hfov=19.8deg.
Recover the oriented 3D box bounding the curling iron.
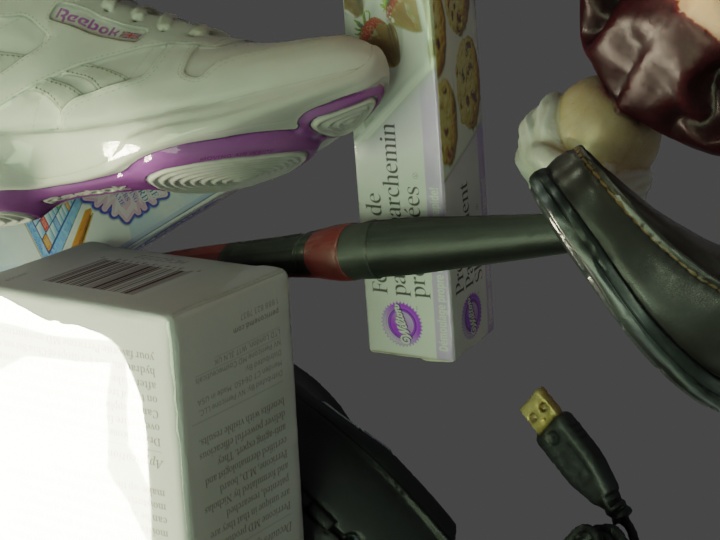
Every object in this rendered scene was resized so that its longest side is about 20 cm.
[{"bbox_3d":[0.000,0.000,0.771,0.198,0.026,0.050,-13,122,27],"label":"curling iron"}]

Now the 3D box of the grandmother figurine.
[{"bbox_3d":[0.119,-0.088,0.698,0.200,0.060,0.122,-52,59,37],"label":"grandmother figurine"}]

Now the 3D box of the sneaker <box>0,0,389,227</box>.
[{"bbox_3d":[-0.089,-0.075,0.754,0.198,0.075,0.101,-8,80,13],"label":"sneaker"}]

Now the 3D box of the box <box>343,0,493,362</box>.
[{"bbox_3d":[0.021,-0.067,0.771,0.038,0.041,0.202,6,109,29],"label":"box"}]

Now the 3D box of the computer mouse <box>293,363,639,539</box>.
[{"bbox_3d":[0.012,0.082,0.801,0.140,0.046,0.200,-42,66,0],"label":"computer mouse"}]

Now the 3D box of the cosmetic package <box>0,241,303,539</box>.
[{"bbox_3d":[-0.079,0.098,0.773,0.101,0.071,0.202,9,109,34],"label":"cosmetic package"}]

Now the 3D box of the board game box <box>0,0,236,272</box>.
[{"bbox_3d":[-0.180,-0.068,0.819,0.198,0.041,0.201,-31,91,-7],"label":"board game box"}]

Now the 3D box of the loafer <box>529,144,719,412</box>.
[{"bbox_3d":[0.142,0.018,0.698,0.200,0.073,0.072,39,103,-17],"label":"loafer"}]
